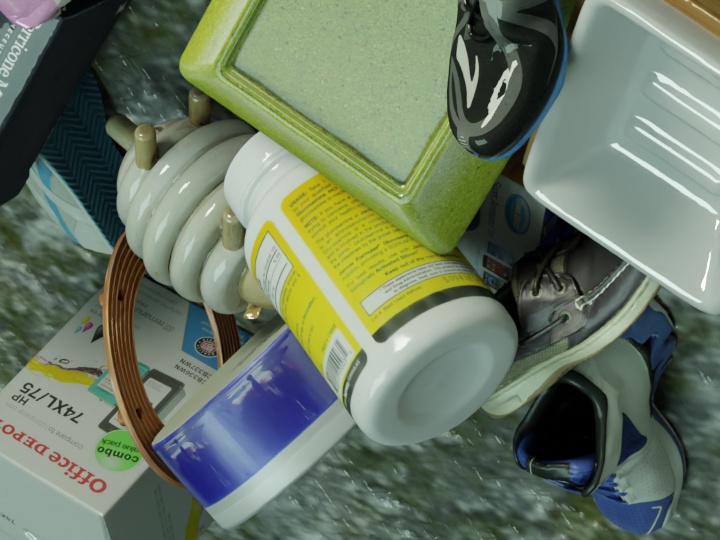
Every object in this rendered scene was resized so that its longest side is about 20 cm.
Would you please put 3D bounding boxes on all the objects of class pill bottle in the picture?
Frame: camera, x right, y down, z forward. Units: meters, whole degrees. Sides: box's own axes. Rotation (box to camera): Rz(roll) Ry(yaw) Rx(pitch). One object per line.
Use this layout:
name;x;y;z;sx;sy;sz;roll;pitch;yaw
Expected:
pill bottle;0.000;0.000;1.418;0.200;0.112;0.113;54;158;32

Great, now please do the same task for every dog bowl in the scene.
dog bowl;-0.048;0.081;1.605;0.079;0.200;0.200;47;149;-4

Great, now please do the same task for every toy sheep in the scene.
toy sheep;-0.102;-0.046;1.586;0.200;0.137;0.138;46;153;23

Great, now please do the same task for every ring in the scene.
ring;-0.138;0.059;1.692;0.019;0.201;0.201;-12;124;23

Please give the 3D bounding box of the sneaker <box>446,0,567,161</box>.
sneaker;0.068;-0.158;1.207;0.070;0.082;0.201;15;102;40

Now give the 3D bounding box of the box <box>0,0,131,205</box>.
box;-0.291;-0.167;1.580;0.200;0.117;0.197;38;118;6

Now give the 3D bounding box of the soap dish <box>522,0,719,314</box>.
soap dish;0.179;-0.082;1.262;0.157;0.081;0.200;35;149;13

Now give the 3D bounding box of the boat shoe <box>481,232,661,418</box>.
boat shoe;0.118;0.017;1.416;0.065;0.072;0.200;31;133;-17

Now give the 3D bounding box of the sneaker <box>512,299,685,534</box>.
sneaker;0.147;0.110;1.503;0.080;0.115;0.200;23;144;30

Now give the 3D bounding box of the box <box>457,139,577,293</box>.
box;0.058;-0.054;1.475;0.199;0.041;0.119;32;148;21

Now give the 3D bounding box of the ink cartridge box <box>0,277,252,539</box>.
ink cartridge box;-0.185;0.135;1.827;0.146;0.200;0.147;26;146;23

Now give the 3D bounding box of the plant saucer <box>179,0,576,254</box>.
plant saucer;0.010;-0.134;1.312;0.199;0.048;0.200;34;114;7

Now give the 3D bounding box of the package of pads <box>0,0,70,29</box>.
package of pads;-0.233;-0.248;1.369;0.200;0.075;0.121;54;-176;-28

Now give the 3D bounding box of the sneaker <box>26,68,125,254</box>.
sneaker;-0.224;-0.092;1.713;0.080;0.077;0.201;9;134;45
